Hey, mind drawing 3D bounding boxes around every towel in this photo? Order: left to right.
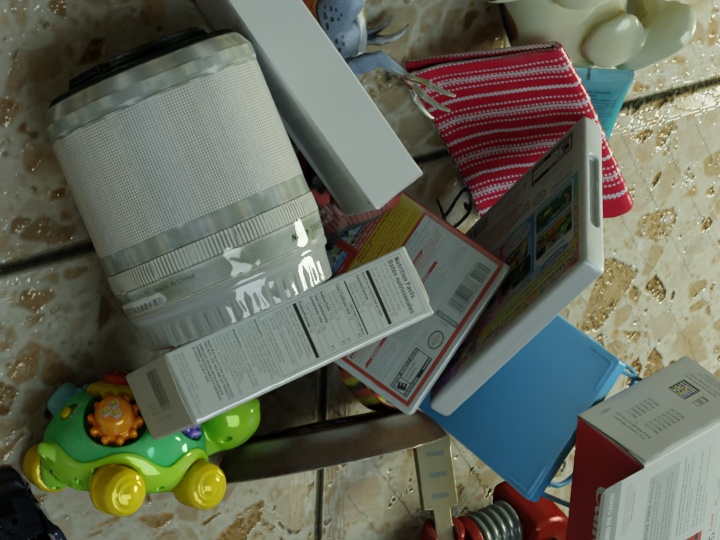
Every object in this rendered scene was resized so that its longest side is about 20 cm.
[{"bbox_3d":[0.134,-0.108,1.656,0.200,0.144,0.023,59,37,-42],"label":"towel"}]

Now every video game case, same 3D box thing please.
[{"bbox_3d":[0.000,0.000,1.583,0.143,0.200,0.017,-55,170,4],"label":"video game case"},{"bbox_3d":[0.125,-0.004,1.595,0.024,0.183,0.200,30,127,-20],"label":"video game case"}]

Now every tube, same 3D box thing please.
[{"bbox_3d":[0.180,-0.110,1.687,0.077,0.051,0.200,-2,149,-4],"label":"tube"}]

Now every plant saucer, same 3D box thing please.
[{"bbox_3d":[-0.027,0.144,1.660,0.199,0.200,0.032,-9,88,-33],"label":"plant saucer"}]

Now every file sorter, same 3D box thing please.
[{"bbox_3d":[0.153,0.105,1.750,0.122,0.200,0.139,27,98,-48],"label":"file sorter"}]

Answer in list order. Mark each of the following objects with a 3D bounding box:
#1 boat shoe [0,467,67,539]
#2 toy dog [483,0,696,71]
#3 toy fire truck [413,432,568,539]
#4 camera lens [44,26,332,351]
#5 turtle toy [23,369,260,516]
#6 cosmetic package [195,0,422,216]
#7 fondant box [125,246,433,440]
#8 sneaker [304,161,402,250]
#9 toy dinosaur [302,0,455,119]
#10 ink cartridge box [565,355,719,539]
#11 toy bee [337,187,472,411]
[{"bbox_3d":[-0.266,0.262,1.591,0.074,0.093,0.201,-24,128,-24],"label":"boat shoe"},{"bbox_3d":[0.142,-0.246,1.590,0.193,0.140,0.200,-27,144,28],"label":"toy dog"},{"bbox_3d":[0.108,0.232,1.861,0.175,0.129,0.201,-21,137,-27],"label":"toy fire truck"},{"bbox_3d":[-0.123,-0.062,1.418,0.159,0.160,0.201,-24,94,-24],"label":"camera lens"},{"bbox_3d":[-0.167,0.129,1.571,0.199,0.145,0.102,-1,96,-39],"label":"turtle toy"},{"bbox_3d":[-0.038,-0.137,1.465,0.051,0.083,0.200,-37,99,-12],"label":"cosmetic package"},{"bbox_3d":[-0.063,0.056,1.469,0.199,0.144,0.059,-23,89,-20],"label":"fondant box"},{"bbox_3d":[-0.056,-0.026,1.552,0.199,0.071,0.098,-17,105,-4],"label":"sneaker"},{"bbox_3d":[-0.019,-0.185,1.538,0.199,0.105,0.182,20,109,-9],"label":"toy dinosaur"},{"bbox_3d":[0.233,0.200,1.676,0.175,0.084,0.201,-24,133,-31],"label":"ink cartridge box"},{"bbox_3d":[0.011,0.011,1.659,0.108,0.201,0.131,24,140,-19],"label":"toy bee"}]
